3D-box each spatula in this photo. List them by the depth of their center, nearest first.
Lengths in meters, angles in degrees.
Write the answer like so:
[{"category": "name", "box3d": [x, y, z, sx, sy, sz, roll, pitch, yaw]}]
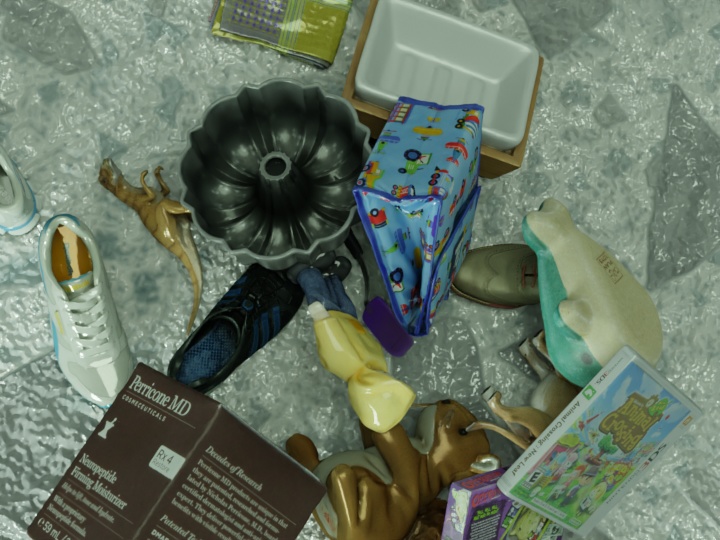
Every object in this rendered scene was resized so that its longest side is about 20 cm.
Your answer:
[{"category": "spatula", "box3d": [0.000, 0.000, 1.610, 0.020, 0.057, 0.201, -14, 69, -28]}]

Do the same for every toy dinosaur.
[{"category": "toy dinosaur", "box3d": [-0.191, -0.043, 1.598, 0.106, 0.060, 0.201, -40, 79, 6]}]

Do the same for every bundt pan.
[{"category": "bundt pan", "box3d": [-0.080, -0.087, 1.544, 0.199, 0.076, 0.204, -2, 65, 5]}]

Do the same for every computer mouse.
[{"category": "computer mouse", "box3d": [-0.055, -0.124, 1.639, 0.198, 0.034, 0.059, -5, 87, -16]}]

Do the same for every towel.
[{"category": "towel", "box3d": [-0.071, -0.326, 1.667, 0.142, 0.023, 0.202, 19, 79, -4]}]

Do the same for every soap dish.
[{"category": "soap dish", "box3d": [0.084, -0.190, 1.617, 0.198, 0.081, 0.158, 19, 55, -5]}]

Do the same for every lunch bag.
[{"category": "lunch bag", "box3d": [0.066, -0.045, 1.531, 0.093, 0.201, 0.151, 8, 44, 18]}]

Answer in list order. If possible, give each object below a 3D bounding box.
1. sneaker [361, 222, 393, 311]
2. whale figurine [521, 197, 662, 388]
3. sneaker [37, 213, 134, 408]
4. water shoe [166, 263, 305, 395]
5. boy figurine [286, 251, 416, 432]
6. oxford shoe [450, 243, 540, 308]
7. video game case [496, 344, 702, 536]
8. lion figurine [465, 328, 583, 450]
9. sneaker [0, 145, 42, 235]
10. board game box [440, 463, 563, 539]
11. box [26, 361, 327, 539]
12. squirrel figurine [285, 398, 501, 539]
[{"category": "sneaker", "box3d": [0.049, -0.031, 1.618, 0.080, 0.076, 0.202, -6, 90, -35]}, {"category": "whale figurine", "box3d": [0.215, 0.030, 1.539, 0.103, 0.159, 0.201, -33, 92, 32]}, {"category": "sneaker", "box3d": [-0.281, 0.042, 1.552, 0.076, 0.081, 0.202, -19, 86, -12]}, {"category": "water shoe", "box3d": [-0.117, 0.052, 1.574, 0.071, 0.079, 0.200, 39, 78, -1]}, {"category": "boy figurine", "box3d": [-0.010, 0.068, 1.526, 0.064, 0.124, 0.201, -37, 52, 11]}, {"category": "oxford shoe", "box3d": [0.191, 0.002, 1.628, 0.198, 0.075, 0.071, 1, 82, -8]}, {"category": "video game case", "box3d": [0.240, 0.173, 1.518, 0.182, 0.200, 0.022, -48, 53, 6]}, {"category": "lion figurine", "box3d": [0.197, 0.139, 1.587, 0.123, 0.072, 0.200, 46, 56, -3]}, {"category": "sneaker", "box3d": [-0.398, -0.127, 1.559, 0.075, 0.087, 0.200, -44, 88, -10]}, {"category": "board game box", "box3d": [0.145, 0.252, 1.525, 0.032, 0.199, 0.121, 24, 107, 35]}, {"category": "box", "box3d": [-0.175, 0.228, 1.467, 0.164, 0.165, 0.201, 41, 76, -35]}, {"category": "squirrel figurine", "box3d": [0.052, 0.228, 1.562, 0.185, 0.141, 0.202, -21, 99, -21]}]
